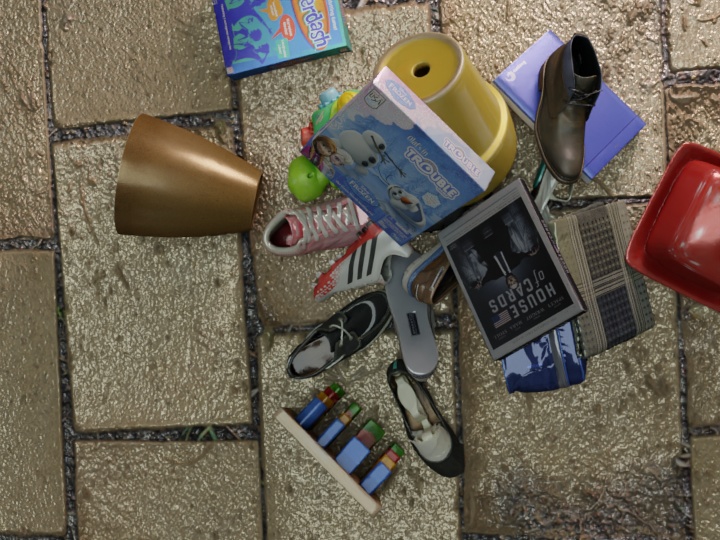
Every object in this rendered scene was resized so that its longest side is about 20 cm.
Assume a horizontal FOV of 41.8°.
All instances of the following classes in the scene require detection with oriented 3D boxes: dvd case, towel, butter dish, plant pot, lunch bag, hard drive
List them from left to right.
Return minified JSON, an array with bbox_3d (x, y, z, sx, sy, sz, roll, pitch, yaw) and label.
[{"bbox_3d":[-0.256,-0.126,1.446,0.198,0.186,0.189,12,94,-2],"label":"plant pot"},{"bbox_3d":[0.106,-0.219,1.316,0.198,0.189,0.203,-10,56,15],"label":"plant pot"},{"bbox_3d":[0.202,0.000,1.283,0.150,0.025,0.202,-34,68,30],"label":"dvd case"},{"bbox_3d":[0.261,0.071,1.361,0.131,0.136,0.203,-11,89,11],"label":"lunch bag"},{"bbox_3d":[0.302,-0.240,1.372,0.132,0.025,0.200,-42,84,-19],"label":"hard drive"},{"bbox_3d":[0.337,0.007,1.331,0.034,0.191,0.202,-11,93,48],"label":"towel"},{"bbox_3d":[0.501,-0.053,1.293,0.198,0.148,0.201,26,94,-3],"label":"butter dish"}]

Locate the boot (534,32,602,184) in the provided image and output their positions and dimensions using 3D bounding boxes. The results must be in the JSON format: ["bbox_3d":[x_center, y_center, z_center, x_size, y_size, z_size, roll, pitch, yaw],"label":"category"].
[{"bbox_3d":[0.287,-0.226,1.299,0.074,0.097,0.202,1,72,-9],"label":"boot"}]

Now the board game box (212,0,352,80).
[{"bbox_3d":[-0.125,-0.396,1.467,0.198,0.045,0.154,-12,89,10],"label":"board game box"}]

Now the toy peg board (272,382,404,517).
[{"bbox_3d":[-0.020,0.251,1.400,0.200,0.199,0.098,43,83,7],"label":"toy peg board"}]

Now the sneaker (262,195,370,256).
[{"bbox_3d":[-0.058,-0.068,1.435,0.198,0.105,0.076,-17,87,10],"label":"sneaker"}]

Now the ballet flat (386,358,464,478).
[{"bbox_3d":[0.092,0.231,1.433,0.068,0.068,0.201,-31,86,11],"label":"ballet flat"}]

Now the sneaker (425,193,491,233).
[{"bbox_3d":[0.110,-0.087,1.420,0.199,0.076,0.091,-38,91,12],"label":"sneaker"}]

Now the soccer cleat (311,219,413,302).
[{"bbox_3d":[0.000,0.000,1.418,0.085,0.069,0.200,47,124,3],"label":"soccer cleat"}]

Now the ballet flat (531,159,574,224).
[{"bbox_3d":[0.273,-0.103,1.393,0.069,0.069,0.202,27,93,9],"label":"ballet flat"}]

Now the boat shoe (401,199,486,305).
[{"bbox_3d":[0.155,-0.021,1.385,0.200,0.072,0.072,-44,48,-6],"label":"boat shoe"}]

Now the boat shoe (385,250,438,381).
[{"bbox_3d":[0.081,0.069,1.431,0.071,0.066,0.202,-12,69,-2],"label":"boat shoe"}]

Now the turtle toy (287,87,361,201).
[{"bbox_3d":[-0.039,-0.190,1.420,0.101,0.145,0.201,33,97,30],"label":"turtle toy"}]

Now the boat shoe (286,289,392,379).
[{"bbox_3d":[-0.030,0.103,1.455,0.199,0.068,0.072,-36,84,8],"label":"boat shoe"}]

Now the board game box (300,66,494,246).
[{"bbox_3d":[0.045,-0.145,1.262,0.200,0.044,0.199,42,143,-11],"label":"board game box"}]
